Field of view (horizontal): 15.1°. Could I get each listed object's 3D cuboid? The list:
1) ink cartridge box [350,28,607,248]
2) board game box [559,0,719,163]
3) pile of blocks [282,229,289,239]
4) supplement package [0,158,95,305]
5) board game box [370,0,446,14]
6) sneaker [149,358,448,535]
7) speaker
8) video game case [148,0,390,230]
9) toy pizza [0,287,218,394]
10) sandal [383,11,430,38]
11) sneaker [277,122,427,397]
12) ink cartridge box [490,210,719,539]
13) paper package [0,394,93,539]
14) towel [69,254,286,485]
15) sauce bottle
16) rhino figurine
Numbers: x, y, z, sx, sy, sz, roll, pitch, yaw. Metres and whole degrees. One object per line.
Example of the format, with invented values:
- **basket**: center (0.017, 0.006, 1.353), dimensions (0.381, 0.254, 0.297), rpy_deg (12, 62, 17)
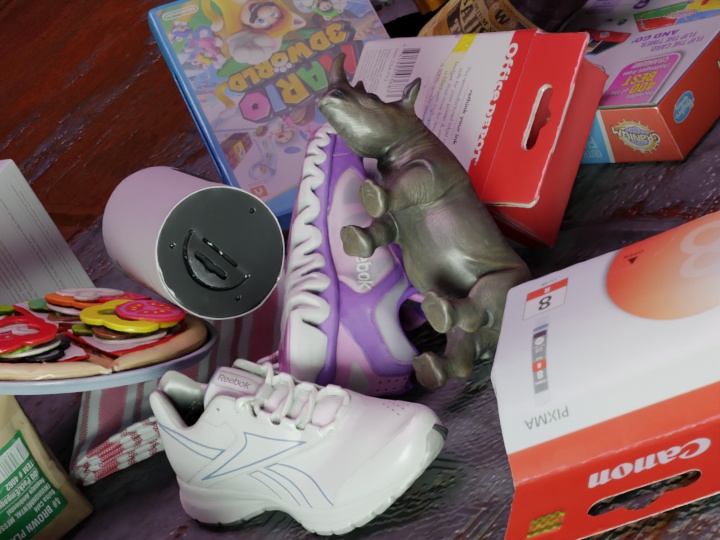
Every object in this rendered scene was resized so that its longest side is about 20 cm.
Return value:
- **ink cartridge box**: center (0.071, -0.078, 1.630), dimensions (0.199, 0.067, 0.117), rpy_deg (3, 70, 50)
- **board game box**: center (0.189, -0.143, 1.696), dimensions (0.153, 0.040, 0.200), rpy_deg (0, 40, 49)
- **pile of blocks**: center (-0.051, -0.072, 1.838), dimensions (0.062, 0.082, 0.200), rpy_deg (9, 33, -14)
- **supplement package**: center (-0.297, 0.036, 1.826), dimensions (0.119, 0.122, 0.200), rpy_deg (-5, 35, 43)
- **board game box**: center (0.083, -0.223, 1.900), dimensions (0.199, 0.026, 0.200), rpy_deg (-33, 8, -19)
- **sneaker**: center (-0.041, 0.091, 1.475), dimensions (0.199, 0.087, 0.075), rpy_deg (-8, 33, 40)
- **speaker**: center (-0.106, -0.019, 1.683), dimensions (0.081, 0.081, 0.200), rpy_deg (-35, 12, -9)
- **video game case**: center (-0.041, -0.118, 1.779), dimensions (0.142, 0.018, 0.201), rpy_deg (-18, 55, -12)
- **toy pizza**: center (-0.185, 0.036, 1.633), dimensions (0.199, 0.032, 0.200), rpy_deg (-2, 12, 0)
- **sandal**: center (0.020, -0.134, 1.885), dimensions (0.075, 0.045, 0.200), rpy_deg (-17, 14, 17)
- **sneaker**: center (0.000, 0.000, 1.576), dimensions (0.088, 0.081, 0.201), rpy_deg (5, 49, -3)
- **ink cartridge box**: center (0.140, 0.052, 1.384), dimensions (0.161, 0.050, 0.200), rpy_deg (-21, 24, 23)
- **paper package**: center (-0.293, 0.152, 1.632), dimensions (0.200, 0.104, 0.190), rpy_deg (-41, 28, -20)
- **towel**: center (-0.092, 0.048, 1.681), dimensions (0.199, 0.030, 0.147), rpy_deg (-26, 25, 13)
- **sauce bottle**: center (0.101, -0.175, 1.740), dimensions (0.066, 0.066, 0.200), rpy_deg (-54, 5, -39)
- **rhino figurine**: center (0.032, -0.036, 1.527), dimensions (0.087, 0.201, 0.060), rpy_deg (-17, -17, -39)
